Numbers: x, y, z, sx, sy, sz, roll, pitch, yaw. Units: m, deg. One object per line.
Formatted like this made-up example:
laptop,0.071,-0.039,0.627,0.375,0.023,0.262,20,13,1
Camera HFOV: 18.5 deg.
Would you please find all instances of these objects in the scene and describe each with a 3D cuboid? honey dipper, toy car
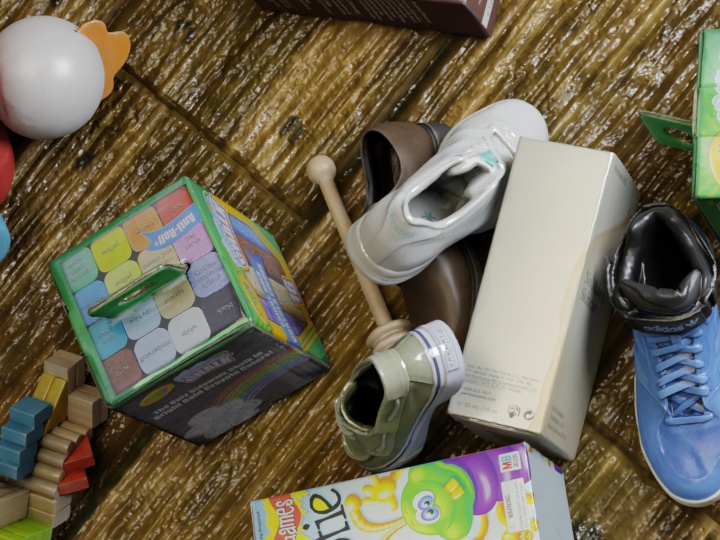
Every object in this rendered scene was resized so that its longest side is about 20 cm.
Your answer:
honey dipper,0.000,0.000,1.623,0.038,0.038,0.201,-29,64,11
toy car,-0.267,-0.128,1.719,0.199,0.177,0.185,-19,51,-15

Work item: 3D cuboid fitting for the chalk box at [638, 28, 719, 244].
chalk box,0.289,-0.087,1.488,0.199,0.124,0.125,-1,74,22

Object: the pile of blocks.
pile of blocks,-0.239,0.158,1.642,0.062,0.082,0.201,15,80,24

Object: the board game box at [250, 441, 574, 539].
board game box,0.039,0.195,1.512,0.199,0.105,0.104,-14,70,16

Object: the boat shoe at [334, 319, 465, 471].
boat shoe,0.013,0.087,1.507,0.062,0.200,0.072,-14,69,-20

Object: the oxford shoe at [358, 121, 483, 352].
oxford shoe,0.035,-0.013,1.577,0.073,0.084,0.201,-39,56,46

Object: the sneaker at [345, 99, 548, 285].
sneaker,0.079,-0.065,1.529,0.075,0.089,0.200,46,54,2

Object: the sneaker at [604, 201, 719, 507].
sneaker,0.209,0.053,1.484,0.076,0.111,0.201,-5,73,19

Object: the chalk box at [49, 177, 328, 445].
chalk box,-0.129,0.027,1.563,0.124,0.200,0.124,-30,67,10

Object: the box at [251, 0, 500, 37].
box,0.010,-0.243,1.668,0.199,0.075,0.101,9,78,21

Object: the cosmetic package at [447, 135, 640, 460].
cosmetic package,0.129,0.021,1.530,0.073,0.104,0.201,12,81,21
